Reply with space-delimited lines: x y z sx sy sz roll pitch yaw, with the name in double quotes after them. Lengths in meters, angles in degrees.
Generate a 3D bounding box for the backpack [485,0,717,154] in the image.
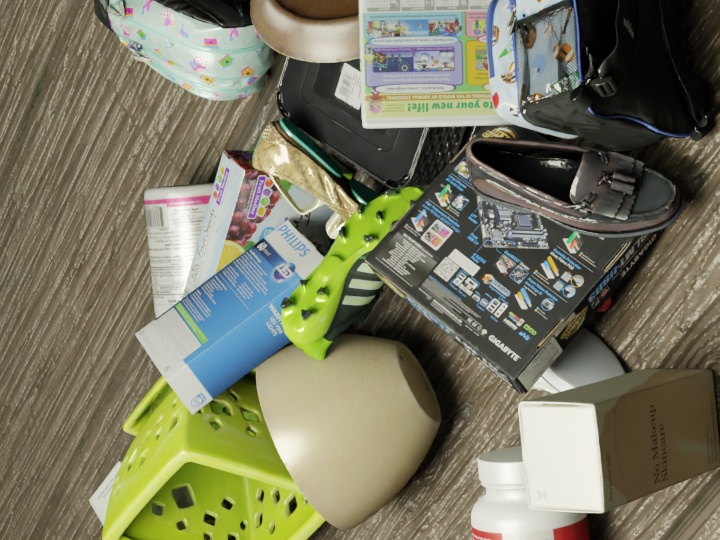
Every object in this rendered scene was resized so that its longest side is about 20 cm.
0.200 -0.205 1.261 0.153 0.199 0.192 -4 81 41 "backpack"

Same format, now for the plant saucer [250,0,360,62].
-0.016 -0.286 1.439 0.200 0.200 0.032 35 159 33 "plant saucer"

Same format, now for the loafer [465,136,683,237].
0.184 -0.078 1.300 0.199 0.063 0.072 12 71 25 "loafer"

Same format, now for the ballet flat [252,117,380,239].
-0.029 -0.073 1.497 0.200 0.071 0.065 39 106 -12 "ballet flat"

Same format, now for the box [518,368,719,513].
0.226 0.143 1.266 0.077 0.199 0.096 -4 94 42 "box"

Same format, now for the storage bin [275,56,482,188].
0.023 -0.183 1.473 0.200 0.093 0.136 35 118 32 "storage bin"

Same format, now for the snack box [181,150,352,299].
-0.103 -0.027 1.574 0.053 0.142 0.201 42 123 41 "snack box"

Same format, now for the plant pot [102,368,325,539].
-0.151 0.201 1.604 0.199 0.199 0.182 -48 32 36 "plant pot"

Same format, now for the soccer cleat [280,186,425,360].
0.000 0.000 1.447 0.067 0.081 0.200 33 74 38 "soccer cleat"

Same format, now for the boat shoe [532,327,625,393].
0.169 0.078 1.405 0.200 0.073 0.066 41 142 30 "boat shoe"

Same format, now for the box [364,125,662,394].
0.139 -0.022 1.355 0.200 0.050 0.199 38 82 30 "box"

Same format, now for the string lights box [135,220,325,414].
-0.121 0.045 1.497 0.103 0.200 0.059 45 169 53 "string lights box"

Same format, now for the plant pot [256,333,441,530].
0.003 0.144 1.494 0.134 0.200 0.201 -28 76 14 "plant pot"

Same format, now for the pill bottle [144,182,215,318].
-0.181 0.002 1.671 0.113 0.113 0.201 0 97 42 "pill bottle"

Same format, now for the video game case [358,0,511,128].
0.098 -0.225 1.354 0.198 0.022 0.183 -2 93 -3 "video game case"

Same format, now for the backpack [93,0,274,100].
-0.177 -0.276 1.612 0.200 0.167 0.127 33 137 30 "backpack"

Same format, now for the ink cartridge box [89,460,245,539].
-0.199 0.311 1.712 0.088 0.145 0.200 -49 64 33 "ink cartridge box"

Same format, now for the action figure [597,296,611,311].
0.156 -0.015 1.408 0.200 0.052 0.066 35 123 30 "action figure"

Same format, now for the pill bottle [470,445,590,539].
0.165 0.273 1.401 0.112 0.112 0.201 -5 94 42 "pill bottle"
